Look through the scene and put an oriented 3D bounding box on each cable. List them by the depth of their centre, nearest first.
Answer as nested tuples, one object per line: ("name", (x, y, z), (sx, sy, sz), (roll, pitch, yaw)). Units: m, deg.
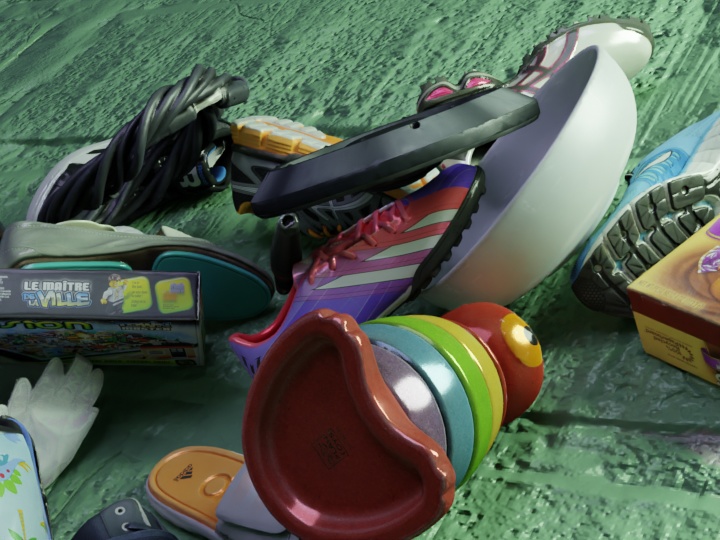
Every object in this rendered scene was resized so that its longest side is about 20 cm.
("cable", (-0.169, -0.076, 1.101), (0.200, 0.051, 0.163), (-40, 3, 20))

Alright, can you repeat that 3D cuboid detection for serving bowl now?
("serving bowl", (0.118, -0.049, 0.965), (0.200, 0.066, 0.200), (-54, 8, 11))

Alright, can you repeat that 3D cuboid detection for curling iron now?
("curling iron", (-0.043, -0.013, 0.983), (0.050, 0.026, 0.200), (-39, -11, -5))

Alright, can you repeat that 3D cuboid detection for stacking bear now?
("stacking bear", (0.035, 0.071, 0.818), (0.114, 0.122, 0.200), (-41, -12, 34))

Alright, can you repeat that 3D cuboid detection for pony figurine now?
("pony figurine", (-0.278, 0.120, 0.954), (0.199, 0.166, 0.194), (10, 75, 36))

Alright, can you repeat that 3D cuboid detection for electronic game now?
("electronic game", (0.022, -0.075, 0.962), (0.199, 0.042, 0.200), (-20, 7, 3))

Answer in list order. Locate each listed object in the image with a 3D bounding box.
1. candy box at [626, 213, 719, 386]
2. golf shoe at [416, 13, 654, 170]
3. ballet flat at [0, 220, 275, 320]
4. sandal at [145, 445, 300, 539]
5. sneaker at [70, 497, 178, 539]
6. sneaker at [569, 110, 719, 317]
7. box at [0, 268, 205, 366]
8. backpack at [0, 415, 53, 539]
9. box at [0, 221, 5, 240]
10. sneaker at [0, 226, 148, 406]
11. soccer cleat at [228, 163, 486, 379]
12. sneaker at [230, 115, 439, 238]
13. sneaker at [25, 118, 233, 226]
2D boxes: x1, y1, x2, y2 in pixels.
("candy box", (0.272, -0.008, 0.879), (0.200, 0.057, 0.116), (-34, 33, -22))
("golf shoe", (0.144, -0.128, 1.139), (0.199, 0.077, 0.088), (-24, 51, 1))
("ballet flat", (-0.159, -0.008, 1.053), (0.199, 0.068, 0.064), (4, 42, -19))
("sandal", (-0.063, 0.129, 0.867), (0.206, 0.059, 0.079), (9, 43, 39))
("sneaker", (-0.077, 0.170, 0.798), (0.201, 0.077, 0.146), (-23, 34, 0))
("sneaker", (0.206, -0.037, 0.967), (0.200, 0.079, 0.090), (-40, 14, -25))
("box", (-0.207, 0.033, 0.996), (0.199, 0.110, 0.035), (1, 70, -4))
("backpack", (-0.243, 0.188, 0.749), (0.183, 0.146, 0.201), (-49, 49, 27))
("box", (-0.386, 0.007, 1.234), (0.050, 0.076, 0.200), (5, 42, 37))
("sneaker", (-0.205, 0.035, 1.089), (0.080, 0.071, 0.200), (11, 44, 38))
("soccer cleat", (0.000, 0.000, 0.940), (0.200, 0.073, 0.068), (-50, 6, 6))
("sneaker", (-0.014, -0.058, 1.116), (0.199, 0.078, 0.078), (20, 18, 26))
("sneaker", (-0.181, -0.077, 1.236), (0.111, 0.073, 0.200), (10, 42, 42))
